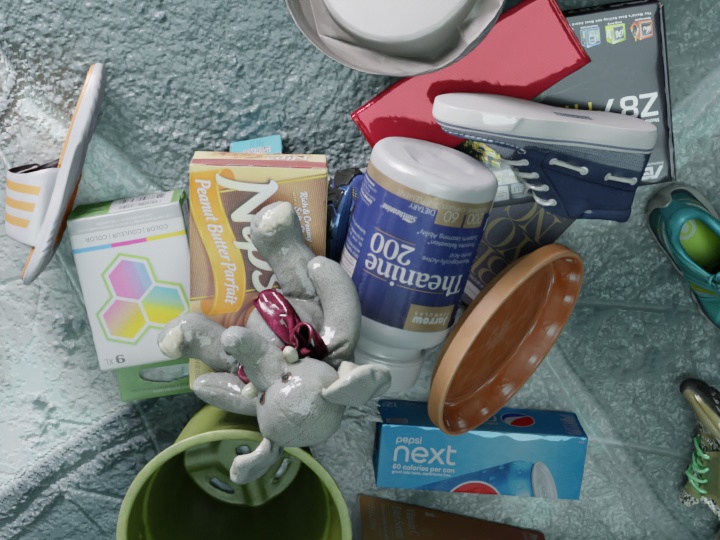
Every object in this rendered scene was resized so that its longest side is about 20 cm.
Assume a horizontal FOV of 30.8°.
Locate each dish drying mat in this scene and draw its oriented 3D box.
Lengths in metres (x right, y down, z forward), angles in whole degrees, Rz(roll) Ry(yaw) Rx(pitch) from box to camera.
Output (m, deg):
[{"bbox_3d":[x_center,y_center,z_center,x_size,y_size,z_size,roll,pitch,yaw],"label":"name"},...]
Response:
[{"bbox_3d":[0.094,-0.158,1.125,0.200,0.018,0.077,-32,105,9],"label":"dish drying mat"}]

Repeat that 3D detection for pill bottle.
[{"bbox_3d":[0.037,-0.003,1.116,0.110,0.111,0.201,14,111,-7],"label":"pill bottle"}]

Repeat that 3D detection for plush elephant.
[{"bbox_3d":[-0.060,0.076,1.024,0.165,0.155,0.200,-42,98,10],"label":"plush elephant"}]

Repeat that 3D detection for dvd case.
[{"bbox_3d":[0.128,-0.075,1.213,0.149,0.016,0.200,41,101,-14],"label":"dvd case"}]

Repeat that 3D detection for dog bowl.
[{"bbox_3d":[0.036,-0.255,1.095,0.199,0.059,0.201,-2,83,14],"label":"dog bowl"}]

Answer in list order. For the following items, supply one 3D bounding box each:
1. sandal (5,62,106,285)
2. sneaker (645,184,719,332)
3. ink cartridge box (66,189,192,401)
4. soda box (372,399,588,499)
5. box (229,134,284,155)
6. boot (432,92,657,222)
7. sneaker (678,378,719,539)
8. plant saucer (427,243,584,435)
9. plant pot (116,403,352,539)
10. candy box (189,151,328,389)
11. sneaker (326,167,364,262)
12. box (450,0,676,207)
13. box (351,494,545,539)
[{"bbox_3d":[-0.280,-0.091,1.162,0.059,0.079,0.208,18,96,-7],"label":"sandal"},{"bbox_3d":[0.339,0.007,1.215,0.077,0.080,0.200,-44,105,10],"label":"sneaker"},{"bbox_3d":[-0.196,0.033,1.207,0.103,0.059,0.201,-9,107,0],"label":"ink cartridge box"},{"bbox_3d":[0.114,0.173,1.262,0.199,0.064,0.068,4,106,-3],"label":"soda box"},{"bbox_3d":[-0.078,-0.016,1.187,0.049,0.082,0.201,-10,107,-1],"label":"box"},{"bbox_3d":[0.151,-0.092,1.108,0.199,0.073,0.091,7,112,-12],"label":"boot"},{"bbox_3d":[0.348,0.200,1.281,0.088,0.077,0.201,-27,104,14],"label":"sneaker"},{"bbox_3d":[0.128,0.060,1.178,0.032,0.200,0.201,38,104,25],"label":"plant saucer"},{"bbox_3d":[-0.109,0.200,1.193,0.199,0.190,0.201,-1,107,-2],"label":"plant pot"},{"bbox_3d":[-0.088,0.002,1.119,0.115,0.055,0.201,1,106,-4],"label":"candy box"},{"bbox_3d":[0.000,0.000,1.209,0.078,0.075,0.201,-7,114,-13],"label":"sneaker"},{"bbox_3d":[0.173,-0.147,1.161,0.199,0.049,0.162,-7,108,2],"label":"box"},{"bbox_3d":[0.083,0.313,1.256,0.199,0.152,0.107,12,105,-7],"label":"box"}]
